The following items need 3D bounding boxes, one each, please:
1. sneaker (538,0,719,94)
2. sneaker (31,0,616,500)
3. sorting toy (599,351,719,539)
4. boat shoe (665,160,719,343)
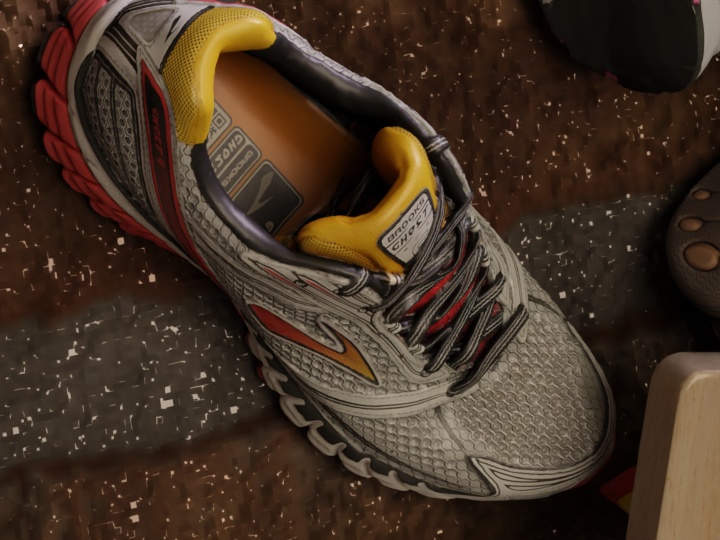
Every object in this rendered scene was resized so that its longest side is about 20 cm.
[{"bbox_3d":[0.075,-0.158,0.774,0.086,0.080,0.201,-34,116,-38],"label":"sneaker"},{"bbox_3d":[0.000,0.000,0.719,0.200,0.082,0.078,39,72,-26],"label":"sneaker"},{"bbox_3d":[0.151,0.116,0.794,0.198,0.070,0.201,1,105,-23],"label":"sorting toy"},{"bbox_3d":[0.180,-0.036,0.840,0.200,0.074,0.074,-38,121,-17],"label":"boat shoe"}]
